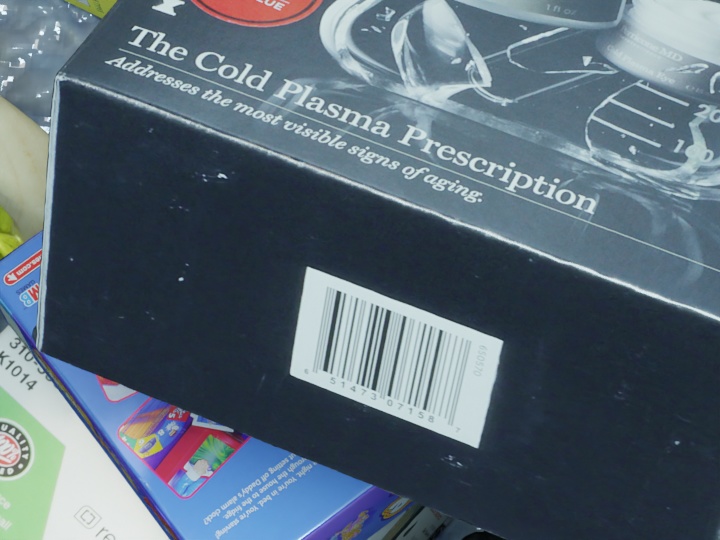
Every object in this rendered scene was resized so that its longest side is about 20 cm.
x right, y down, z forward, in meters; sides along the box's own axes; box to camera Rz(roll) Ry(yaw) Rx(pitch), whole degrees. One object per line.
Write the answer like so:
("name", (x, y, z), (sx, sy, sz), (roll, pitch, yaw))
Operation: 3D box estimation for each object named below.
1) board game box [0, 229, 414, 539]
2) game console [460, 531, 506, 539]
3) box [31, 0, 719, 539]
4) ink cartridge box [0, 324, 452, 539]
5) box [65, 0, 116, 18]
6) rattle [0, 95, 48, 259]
("board game box", (0.000, 0.000, 0.852), (0.200, 0.045, 0.135), (-36, 71, -10))
("game console", (0.058, 0.149, 0.760), (0.175, 0.117, 0.200), (-22, 60, -14))
("box", (0.038, -0.034, 0.746), (0.199, 0.104, 0.182), (20, 43, 11))
("ink cartridge box", (-0.039, 0.047, 0.908), (0.146, 0.084, 0.200), (39, 78, 16))
("box", (-0.084, -0.132, 0.995), (0.199, 0.050, 0.075), (27, 75, 14))
("rattle", (-0.176, -0.024, 0.884), (0.130, 0.200, 0.143), (40, 78, 17))
